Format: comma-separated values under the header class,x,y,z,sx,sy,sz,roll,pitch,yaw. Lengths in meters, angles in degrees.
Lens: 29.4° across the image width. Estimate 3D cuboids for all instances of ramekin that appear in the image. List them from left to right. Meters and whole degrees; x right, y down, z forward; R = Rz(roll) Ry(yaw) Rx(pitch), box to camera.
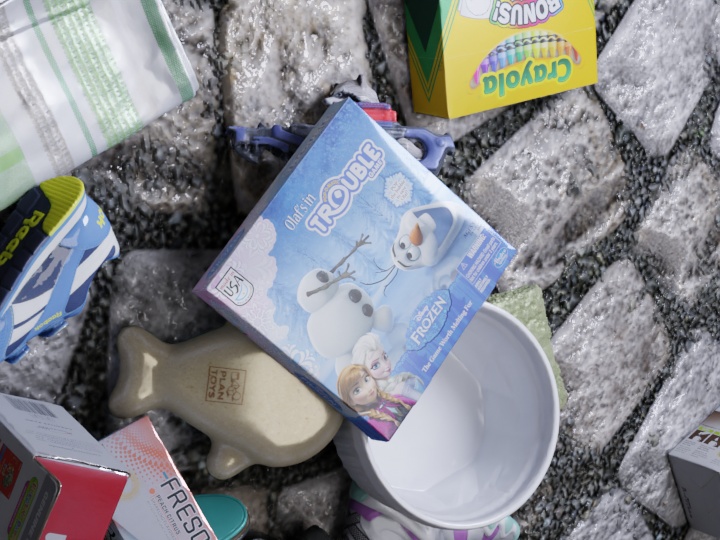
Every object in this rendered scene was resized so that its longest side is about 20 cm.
class,x,y,z,sx,sy,sz,roll,pitch,yaw
ramekin,0.068,0.127,1.224,0.199,0.105,0.202,3,83,-25

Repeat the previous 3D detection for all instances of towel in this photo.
class,x,y,z,sx,sy,sz,roll,pitch,yaw
towel,-0.227,-0.153,1.047,0.200,0.031,0.150,-37,118,-27
towel,0.117,0.104,1.350,0.199,0.036,0.149,-23,104,-33

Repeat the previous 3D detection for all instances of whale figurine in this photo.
class,x,y,z,sx,sy,sz,roll,pitch,yaw
whale figurine,-0.111,0.093,1.156,0.199,0.104,0.160,6,90,-14

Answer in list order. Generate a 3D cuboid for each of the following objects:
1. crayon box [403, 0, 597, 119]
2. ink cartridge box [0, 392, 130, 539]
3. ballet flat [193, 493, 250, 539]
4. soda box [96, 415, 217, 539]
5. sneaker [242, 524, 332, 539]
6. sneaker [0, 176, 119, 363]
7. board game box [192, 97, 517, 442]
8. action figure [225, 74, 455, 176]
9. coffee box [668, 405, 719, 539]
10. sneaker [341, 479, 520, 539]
class,x,y,z,sx,sy,sz,roll,pitch,yaw
crayon box,0.134,-0.246,1.289,0.199,0.058,0.174,-17,109,-34
ink cartridge box,-0.252,0.213,0.989,0.084,0.175,0.201,19,96,-38
ballet flat,-0.187,0.239,1.132,0.199,0.068,0.069,-14,141,-24
soda box,-0.152,0.219,1.072,0.068,0.064,0.201,-27,80,-28
sneaker,-0.060,0.310,1.248,0.104,0.060,0.201,-27,112,-27
sneaker,-0.255,0.027,1.032,0.200,0.074,0.082,-51,138,-11
board game box,0.000,0.000,1.120,0.199,0.043,0.200,40,73,-15
action figure,-0.028,-0.075,1.197,0.199,0.105,0.195,9,86,-13
coffee box,0.465,0.212,1.617,0.200,0.080,0.115,-36,119,-27
sneaker,0.056,0.275,1.323,0.199,0.078,0.141,21,87,-29
